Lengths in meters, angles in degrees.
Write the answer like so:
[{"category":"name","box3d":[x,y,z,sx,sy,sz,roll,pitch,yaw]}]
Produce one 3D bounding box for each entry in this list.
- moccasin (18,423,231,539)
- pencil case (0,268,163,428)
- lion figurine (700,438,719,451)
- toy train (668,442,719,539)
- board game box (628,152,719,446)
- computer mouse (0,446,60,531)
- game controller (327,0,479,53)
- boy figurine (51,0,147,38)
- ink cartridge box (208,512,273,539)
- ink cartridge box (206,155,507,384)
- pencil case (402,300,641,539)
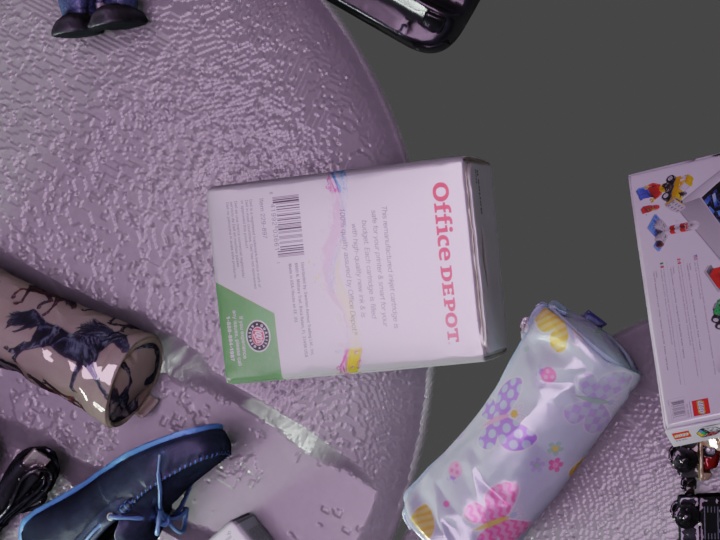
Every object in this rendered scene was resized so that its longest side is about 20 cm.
[{"category":"moccasin","box3d":[-0.171,0.184,1.389,0.199,0.080,0.069,-34,68,27]},{"category":"pencil case","box3d":[-0.250,0.054,1.404,0.199,0.090,0.078,22,69,14]},{"category":"lion figurine","box3d":[0.317,0.047,1.249,0.122,0.073,0.201,19,76,21]},{"category":"toy train","box3d":[0.241,0.114,1.286,0.045,0.034,0.202,-2,92,4]},{"category":"board game box","box3d":[0.257,0.012,1.232,0.125,0.035,0.202,-12,59,16]},{"category":"computer mouse","box3d":[-0.339,0.130,1.435,0.200,0.053,0.139,49,114,11]},{"category":"game controller","box3d":[0.003,-0.246,1.348,0.199,0.042,0.105,31,85,12]},{"category":"boy figurine","box3d":[-0.208,-0.283,1.390,0.123,0.064,0.202,-6,93,19]},{"category":"ink cartridge box","box3d":[-0.089,0.318,1.382,0.173,0.044,0.200,-42,81,14]},{"category":"ink cartridge box","box3d":[0.000,0.000,1.325,0.198,0.087,0.147,-6,90,18]},{"category":"pencil case","box3d":[0.114,0.121,1.296,0.090,0.083,0.201,31,102,-11]}]
